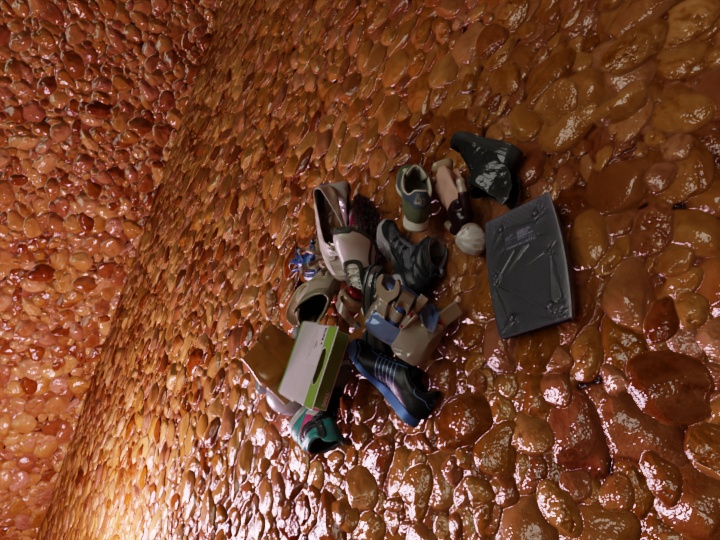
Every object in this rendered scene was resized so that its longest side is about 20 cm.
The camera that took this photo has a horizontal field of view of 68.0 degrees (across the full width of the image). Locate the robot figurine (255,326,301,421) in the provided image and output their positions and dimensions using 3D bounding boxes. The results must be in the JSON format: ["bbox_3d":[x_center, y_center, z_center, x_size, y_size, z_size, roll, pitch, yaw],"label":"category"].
[{"bbox_3d":[-0.153,0.230,1.183,0.166,0.113,0.204,-12,60,13],"label":"robot figurine"}]

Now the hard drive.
[{"bbox_3d":[0.260,-0.004,0.818,0.134,0.042,0.204,-27,54,43],"label":"hard drive"}]

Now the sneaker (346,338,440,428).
[{"bbox_3d":[0.058,0.180,0.952,0.200,0.070,0.078,45,101,28],"label":"sneaker"}]

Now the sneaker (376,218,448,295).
[{"bbox_3d":[0.102,-0.041,1.018,0.113,0.075,0.203,-40,48,28],"label":"sneaker"}]

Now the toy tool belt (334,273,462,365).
[{"bbox_3d":[0.066,0.059,0.918,0.124,0.198,0.125,-56,2,17],"label":"toy tool belt"}]

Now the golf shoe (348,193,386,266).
[{"bbox_3d":[-0.004,-0.074,1.165,0.092,0.072,0.204,-34,49,40],"label":"golf shoe"}]

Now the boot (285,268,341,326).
[{"bbox_3d":[-0.118,0.082,1.189,0.200,0.072,0.155,-44,11,27],"label":"boot"}]

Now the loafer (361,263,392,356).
[{"bbox_3d":[0.042,0.090,1.015,0.062,0.071,0.205,14,109,37],"label":"loafer"}]

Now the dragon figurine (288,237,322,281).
[{"bbox_3d":[-0.130,-0.013,1.304,0.198,0.058,0.101,-22,49,37],"label":"dragon figurine"}]

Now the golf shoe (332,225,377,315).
[{"bbox_3d":[0.000,0.000,1.026,0.076,0.201,0.089,-7,47,23],"label":"golf shoe"}]

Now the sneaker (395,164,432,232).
[{"bbox_3d":[0.106,-0.168,1.022,0.202,0.065,0.091,-91,3,-48],"label":"sneaker"}]

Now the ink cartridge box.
[{"bbox_3d":[-0.071,0.178,0.980,0.199,0.075,0.151,-5,64,66],"label":"ink cartridge box"}]

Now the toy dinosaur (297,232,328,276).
[{"bbox_3d":[-0.089,-0.026,1.193,0.200,0.099,0.059,-134,42,-53],"label":"toy dinosaur"}]

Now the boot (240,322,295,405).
[{"bbox_3d":[-0.137,0.161,1.108,0.201,0.145,0.071,-41,4,-28],"label":"boot"}]

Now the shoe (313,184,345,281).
[{"bbox_3d":[-0.060,-0.075,1.088,0.068,0.053,0.204,-14,90,12],"label":"shoe"}]

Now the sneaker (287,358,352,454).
[{"bbox_3d":[-0.062,0.288,1.066,0.202,0.083,0.121,-57,43,10],"label":"sneaker"}]

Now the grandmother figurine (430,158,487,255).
[{"bbox_3d":[0.175,-0.112,0.951,0.059,0.122,0.203,-14,53,-1],"label":"grandmother figurine"}]

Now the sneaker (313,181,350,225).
[{"bbox_3d":[-0.063,-0.133,1.202,0.201,0.081,0.082,91,-173,-57],"label":"sneaker"}]

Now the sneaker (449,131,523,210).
[{"bbox_3d":[0.212,-0.179,0.946,0.199,0.059,0.106,31,96,51],"label":"sneaker"}]
